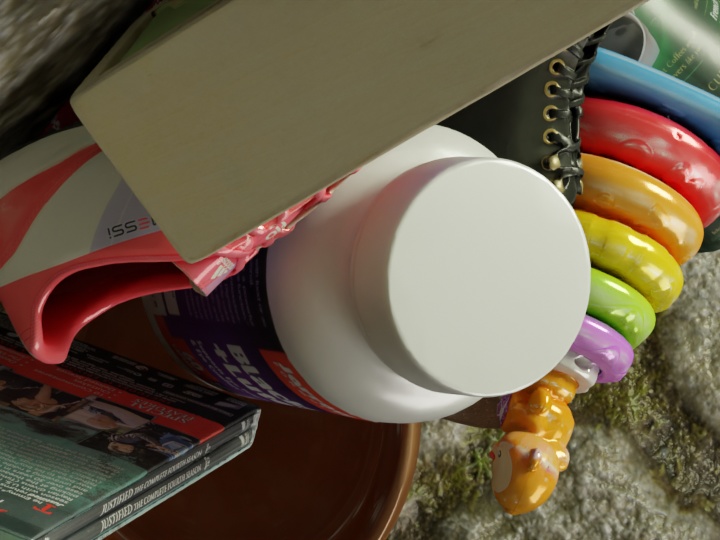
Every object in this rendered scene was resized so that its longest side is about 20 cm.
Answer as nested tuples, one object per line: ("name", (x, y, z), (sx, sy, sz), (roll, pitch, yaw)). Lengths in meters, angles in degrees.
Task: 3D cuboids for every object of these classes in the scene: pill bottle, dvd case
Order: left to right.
("dvd case", (-0.140, 0.057, 0.810), (0.200, 0.146, 0.022), (-25, 131, -70))
("pill bottle", (0.000, 0.000, 0.822), (0.111, 0.112, 0.200), (-39, -163, -21))

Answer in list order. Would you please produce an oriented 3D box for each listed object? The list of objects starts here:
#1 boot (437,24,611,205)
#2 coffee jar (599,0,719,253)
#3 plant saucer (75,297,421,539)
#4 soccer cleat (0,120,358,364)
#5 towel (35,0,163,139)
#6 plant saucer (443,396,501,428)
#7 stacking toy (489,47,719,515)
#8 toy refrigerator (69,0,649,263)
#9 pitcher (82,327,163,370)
("boot", (0.092, -0.091, 0.880), (0.200, 0.139, 0.077), (-21, 172, 32))
("coffee jar", (0.127, -0.107, 1.037), (0.104, 0.200, 0.085), (-43, -163, 24))
("plant saucer", (-0.067, 0.062, 0.977), (0.200, 0.200, 0.032), (-43, 169, 16))
("soccer cleat", (-0.038, -0.033, 0.738), (0.200, 0.073, 0.068), (-22, 153, 14))
("towel", (-0.061, -0.085, 0.819), (0.200, 0.022, 0.145), (-46, 171, 27))
("plant saucer", (0.008, -0.004, 1.034), (0.037, 0.201, 0.200), (-28, 174, -2))
("stacking toy", (0.093, 0.012, 0.944), (0.116, 0.110, 0.200), (133, -22, -72))
("toy refrigerator", (0.016, -0.087, 0.629), (0.200, 0.070, 0.076), (-29, -163, 24))
("pitcher", (-0.089, 0.042, 1.123), (0.172, 0.121, 0.200), (-50, 180, 35))
